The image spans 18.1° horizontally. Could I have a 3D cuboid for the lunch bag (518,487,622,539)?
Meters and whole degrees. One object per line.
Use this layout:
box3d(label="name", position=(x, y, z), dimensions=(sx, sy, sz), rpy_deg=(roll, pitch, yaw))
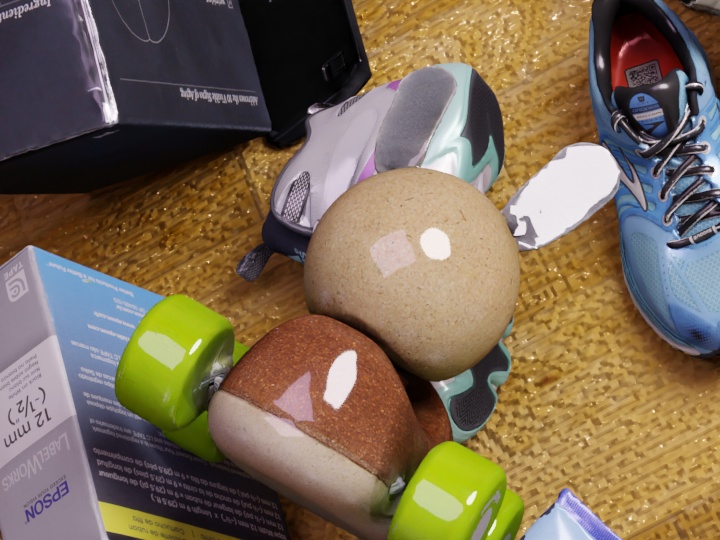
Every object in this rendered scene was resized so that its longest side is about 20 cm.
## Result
box3d(label="lunch bag", position=(0.116, 0.219, 0.955), dimensions=(0.200, 0.094, 0.151), rpy_deg=(39, 81, 23))

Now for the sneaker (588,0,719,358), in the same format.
box3d(label="sneaker", position=(0.143, -0.050, 1.067), dimensions=(0.078, 0.090, 0.201), rpy_deg=(-23, 60, 10))

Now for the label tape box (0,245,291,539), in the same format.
box3d(label="label tape box", position=(-0.104, 0.101, 1.053), dimensions=(0.066, 0.143, 0.201), rpy_deg=(-33, 56, 25))

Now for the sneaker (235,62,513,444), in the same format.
box3d(label="sneaker", position=(0.000, 0.000, 1.116), dimensions=(0.139, 0.078, 0.201), rpy_deg=(-10, 58, 23))

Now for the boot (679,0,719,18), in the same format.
box3d(label="boot", position=(0.194, -0.102, 1.046), dimensions=(0.068, 0.130, 0.201), rpy_deg=(-32, 37, 57))

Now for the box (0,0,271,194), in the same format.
box3d(label="box", position=(-0.154, -0.147, 1.128), dimensions=(0.123, 0.200, 0.198), rpy_deg=(-18, 86, 19))

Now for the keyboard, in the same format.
box3d(label="keyboard", position=(-0.025, -0.167, 1.233), dimensions=(0.104, 0.040, 0.201), rpy_deg=(-34, 56, 31))

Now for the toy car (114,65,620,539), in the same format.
box3d(label="toy car", position=(0.020, 0.015, 0.982), dimensions=(0.164, 0.158, 0.201), rpy_deg=(27, 82, 14))
